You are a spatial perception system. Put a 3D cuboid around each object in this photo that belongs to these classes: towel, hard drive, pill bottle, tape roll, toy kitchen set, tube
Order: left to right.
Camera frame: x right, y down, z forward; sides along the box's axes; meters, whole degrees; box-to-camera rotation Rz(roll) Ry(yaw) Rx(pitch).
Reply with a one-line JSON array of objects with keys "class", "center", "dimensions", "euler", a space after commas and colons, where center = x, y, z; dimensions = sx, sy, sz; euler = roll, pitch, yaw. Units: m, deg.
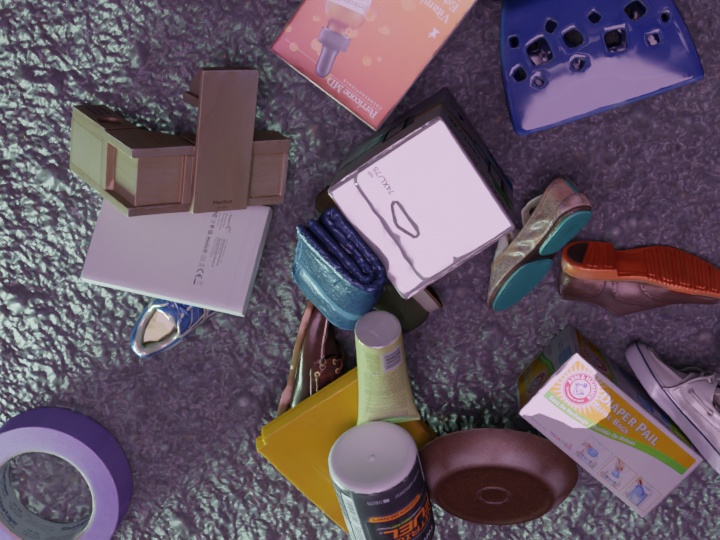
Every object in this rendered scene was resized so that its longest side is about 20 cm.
[{"class": "tape roll", "center": [-0.398, 0.280, 1.647], "dimensions": [0.200, 0.066, 0.200], "euler": [2, 108, 6]}, {"class": "hard drive", "center": [-0.216, -0.030, 1.512], "dimensions": [0.200, 0.027, 0.132], "euler": [12, 78, 9]}, {"class": "toy kitchen set", "center": [-0.207, -0.173, 1.487], "dimensions": [0.200, 0.180, 0.163], "euler": [-7, 115, -34]}, {"class": "towel", "center": [-0.028, 0.006, 1.411], "dimensions": [0.049, 0.200, 0.112], "euler": [-39, 83, -16]}, {"class": "tube", "center": [0.025, 0.122, 1.451], "dimensions": [0.058, 0.052, 0.200], "euler": [25, 149, 24]}, {"class": "pill bottle", "center": [0.031, 0.279, 1.526], "dimensions": [0.106, 0.106, 0.200], "euler": [-7, 134, 8]}]

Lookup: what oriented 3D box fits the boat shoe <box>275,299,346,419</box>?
[{"class": "boat shoe", "center": [-0.051, 0.118, 1.559], "dimensions": [0.070, 0.070, 0.200], "euler": [17, 116, 8]}]

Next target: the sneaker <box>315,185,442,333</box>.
[{"class": "sneaker", "center": [0.000, 0.000, 1.517], "dimensions": [0.090, 0.067, 0.200], "euler": [-42, 101, 11]}]

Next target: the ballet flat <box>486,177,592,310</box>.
[{"class": "ballet flat", "center": [0.198, -0.034, 1.482], "dimensions": [0.200, 0.068, 0.067], "euler": [-52, 54, 40]}]

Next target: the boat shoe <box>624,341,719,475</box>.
[{"class": "boat shoe", "center": [0.399, 0.147, 1.492], "dimensions": [0.086, 0.075, 0.202], "euler": [-44, 68, 16]}]

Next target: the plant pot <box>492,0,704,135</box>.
[{"class": "plant pot", "center": [0.234, -0.258, 1.353], "dimensions": [0.200, 0.200, 0.180], "euler": [-16, 98, 10]}]

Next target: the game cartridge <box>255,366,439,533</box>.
[{"class": "game cartridge", "center": [-0.005, 0.219, 1.569], "dimensions": [0.176, 0.032, 0.200], "euler": [-33, 121, 14]}]

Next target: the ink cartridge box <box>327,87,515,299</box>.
[{"class": "ink cartridge box", "center": [0.072, -0.090, 1.414], "dimensions": [0.146, 0.200, 0.147], "euler": [-33, 101, 14]}]

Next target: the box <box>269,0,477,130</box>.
[{"class": "box", "center": [0.022, -0.283, 1.410], "dimensions": [0.152, 0.106, 0.200], "euler": [36, 107, -5]}]

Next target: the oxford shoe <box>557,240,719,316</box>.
[{"class": "oxford shoe", "center": [0.330, 0.016, 1.498], "dimensions": [0.200, 0.071, 0.073], "euler": [10, 129, 6]}]

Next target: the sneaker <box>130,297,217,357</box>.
[{"class": "sneaker", "center": [-0.201, 0.036, 1.546], "dimensions": [0.076, 0.077, 0.200], "euler": [42, 104, -5]}]

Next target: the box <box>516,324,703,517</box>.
[{"class": "box", "center": [0.290, 0.175, 1.517], "dimensions": [0.200, 0.113, 0.101], "euler": [40, 105, -5]}]

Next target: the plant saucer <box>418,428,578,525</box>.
[{"class": "plant saucer", "center": [0.160, 0.257, 1.541], "dimensions": [0.200, 0.037, 0.201], "euler": [4, 140, 4]}]
